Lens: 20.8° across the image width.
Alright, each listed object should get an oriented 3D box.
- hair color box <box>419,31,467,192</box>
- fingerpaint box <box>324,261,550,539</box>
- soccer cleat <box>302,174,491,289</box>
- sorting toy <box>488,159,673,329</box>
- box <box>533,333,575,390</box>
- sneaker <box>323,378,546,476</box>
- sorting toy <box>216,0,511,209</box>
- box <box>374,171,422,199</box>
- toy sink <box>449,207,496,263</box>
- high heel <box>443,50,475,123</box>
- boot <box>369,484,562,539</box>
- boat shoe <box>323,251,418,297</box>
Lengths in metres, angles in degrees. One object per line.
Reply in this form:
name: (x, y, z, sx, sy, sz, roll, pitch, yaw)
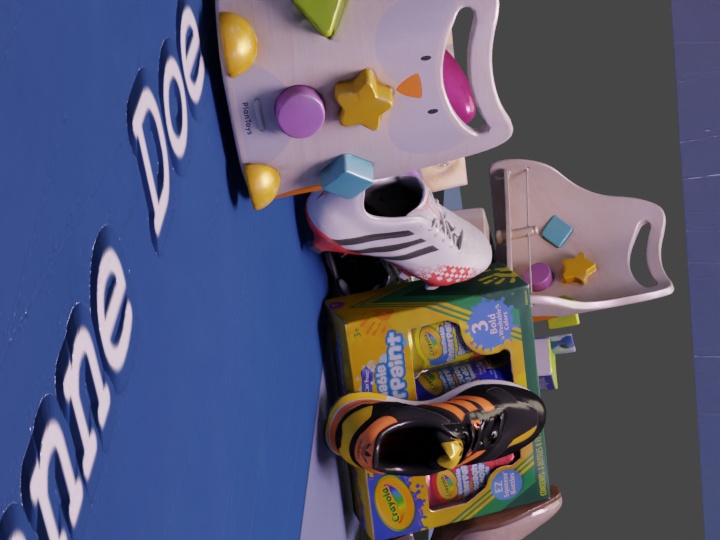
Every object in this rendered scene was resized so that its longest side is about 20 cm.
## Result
hair color box: (0.034, -0.171, 1.855, 0.065, 0.109, 0.202, 11, -69, 53)
fingerpaint box: (0.067, 0.112, 1.677, 0.073, 0.165, 0.202, -135, -144, -68)
soccer cleat: (0.044, -0.038, 1.597, 0.199, 0.085, 0.069, 14, 48, -37)
sorting toy: (0.223, -0.013, 1.980, 0.107, 0.178, 0.201, 78, 11, -46)
box: (0.136, 0.107, 2.143, 0.122, 0.198, 0.048, 51, 34, -77)
sneaker: (0.074, 0.138, 1.591, 0.090, 0.198, 0.071, -144, -124, -60)
sorting toy: (0.006, -0.129, 1.282, 0.107, 0.178, 0.202, -84, 167, -58)
box: (0.004, -0.128, 1.633, 0.138, 0.039, 0.200, 67, 5, 28)
toy sink: (0.074, 0.023, 1.993, 0.200, 0.129, 0.113, 65, 21, -73)
high heel: (0.027, -0.207, 1.703, 0.200, 0.067, 0.096, 51, -3, 6)
boot: (0.097, 0.284, 1.729, 0.070, 0.198, 0.148, -106, -179, -77)
boat shoe: (0.000, 0.000, 1.708, 0.201, 0.071, 0.071, 63, 29, -44)
